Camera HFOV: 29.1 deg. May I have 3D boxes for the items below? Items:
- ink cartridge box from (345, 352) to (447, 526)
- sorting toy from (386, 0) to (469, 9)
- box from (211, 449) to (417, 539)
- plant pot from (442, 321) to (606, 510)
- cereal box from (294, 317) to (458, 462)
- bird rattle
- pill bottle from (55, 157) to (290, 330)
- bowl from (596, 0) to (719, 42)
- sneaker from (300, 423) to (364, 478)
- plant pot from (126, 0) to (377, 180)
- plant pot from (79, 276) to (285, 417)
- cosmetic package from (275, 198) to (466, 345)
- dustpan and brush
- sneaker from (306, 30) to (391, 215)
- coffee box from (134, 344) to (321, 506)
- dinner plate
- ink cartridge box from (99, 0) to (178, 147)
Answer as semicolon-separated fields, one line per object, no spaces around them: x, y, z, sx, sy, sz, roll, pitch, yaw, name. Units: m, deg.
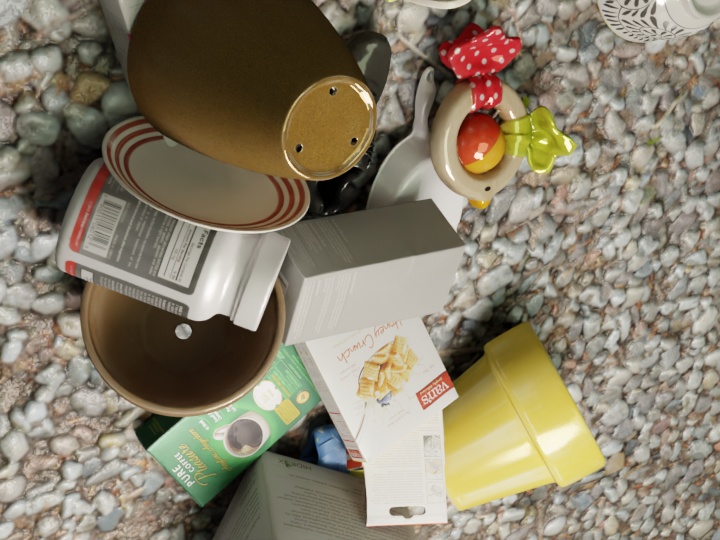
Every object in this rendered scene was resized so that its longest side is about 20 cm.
0.039;0.194;1.601;0.109;0.050;0.201;3;76;-24;ink cartridge box
0.075;-0.314;1.317;0.200;0.180;0.107;-43;132;-4;sorting toy
-0.059;0.350;1.583;0.199;0.172;0.199;18;116;-19;box
0.170;0.192;1.694;0.188;0.201;0.201;-28;131;4;plant pot
0.010;0.093;1.544;0.144;0.039;0.200;-33;103;-27;cereal box
0.138;-0.159;1.483;0.163;0.112;0.200;-57;138;-14;bird rattle
-0.176;-0.021;1.309;0.199;0.116;0.116;21;107;-3;pill bottle
0.371;-0.338;1.563;0.200;0.094;0.201;-17;126;-25;bowl
-0.028;0.257;1.677;0.105;0.076;0.201;-6;117;-14;sneaker
-0.078;-0.159;1.202;0.186;0.200;0.187;-17;124;-27;plant pot
-0.178;0.053;1.397;0.201;0.201;0.093;-32;170;-14;plant pot
0.000;0.000;1.449;0.199;0.090;0.107;-12;140;-31;cosmetic package
0.066;-0.122;1.521;0.139;0.057;0.201;-13;130;-40;dustpan and brush
-0.011;-0.146;1.421;0.076;0.091;0.201;11;109;-36;sneaker
-0.141;0.157;1.547;0.200;0.044;0.123;-42;131;-6;coffee box
-0.145;-0.086;1.295;0.200;0.200;0.024;0;126;-34;dinner plate
-0.169;-0.229;1.277;0.115;0.068;0.201;-28;128;-19;ink cartridge box
